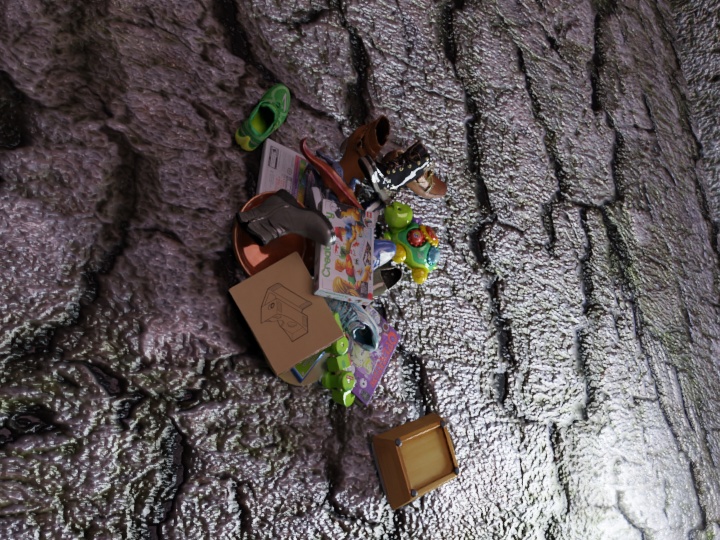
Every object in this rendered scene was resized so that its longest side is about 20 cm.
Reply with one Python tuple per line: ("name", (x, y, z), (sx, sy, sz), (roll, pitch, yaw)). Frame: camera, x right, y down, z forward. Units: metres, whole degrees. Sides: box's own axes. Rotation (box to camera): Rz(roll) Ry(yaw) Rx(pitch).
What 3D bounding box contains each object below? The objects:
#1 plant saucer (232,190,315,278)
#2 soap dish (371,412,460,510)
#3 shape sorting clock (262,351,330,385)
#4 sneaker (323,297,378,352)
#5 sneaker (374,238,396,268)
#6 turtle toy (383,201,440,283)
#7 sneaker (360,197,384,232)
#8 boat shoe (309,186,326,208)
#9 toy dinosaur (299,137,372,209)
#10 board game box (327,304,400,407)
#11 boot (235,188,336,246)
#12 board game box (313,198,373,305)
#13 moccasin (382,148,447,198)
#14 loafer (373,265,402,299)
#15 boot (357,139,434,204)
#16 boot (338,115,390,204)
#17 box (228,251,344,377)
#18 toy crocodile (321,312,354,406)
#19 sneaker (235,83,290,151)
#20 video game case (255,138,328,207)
("plant saucer", (-0.181, -0.064, 1.604), (0.196, 0.032, 0.207), (4, 84, -33))
("soap dish", (0.127, 0.417, 1.682), (0.197, 0.080, 0.162), (-11, 82, -40))
("shape sorting clock", (-0.129, 0.138, 1.592), (0.196, 0.039, 0.206), (12, 71, -38))
("sneaker", (-0.023, 0.093, 1.605), (0.200, 0.077, 0.087), (45, 9, -24))
("sneaker", (0.000, 0.000, 1.679), (0.196, 0.076, 0.089), (-23, 51, -13))
("turtle toy", (0.121, -0.075, 1.803), (0.200, 0.101, 0.147), (43, 21, -21))
("sneaker", (0.000, -0.090, 1.770), (0.201, 0.076, 0.086), (-51, 117, -31))
("boat shoe", (-0.062, -0.094, 1.651), (0.066, 0.074, 0.203), (-11, 62, -17))
("toy dinosaur", (-0.057, -0.174, 1.668), (0.183, 0.105, 0.199), (53, 18, 22))
("board game box", (0.009, 0.187, 1.701), (0.120, 0.032, 0.202), (47, 51, -22))
("boot", (-0.151, -0.080, 1.514), (0.130, 0.198, 0.069), (-35, 141, -31))
("board game box", (-0.033, -0.039, 1.583), (0.123, 0.035, 0.206), (12, 65, -25))
("moccasin", (0.150, -0.249, 1.937), (0.199, 0.077, 0.075), (34, 56, -26))
("loafer", (0.023, 0.028, 1.738), (0.198, 0.069, 0.077), (-27, 92, -42))
("boot", (0.082, -0.236, 1.698), (0.074, 0.149, 0.200), (58, 5, 26))
("boot", (0.009, -0.252, 1.768), (0.076, 0.154, 0.205), (27, 59, -29))
("box", (-0.149, 0.086, 1.529), (0.161, 0.021, 0.203), (-28, 78, -16))
("toy crocodile", (-0.047, 0.186, 1.585), (0.061, 0.066, 0.206), (-16, 99, -47))
("sneaker", (-0.200, -0.341, 1.672), (0.074, 0.083, 0.202), (42, 52, -19))
("video game case", (-0.150, -0.170, 1.695), (0.179, 0.023, 0.205), (22, 61, -33))
